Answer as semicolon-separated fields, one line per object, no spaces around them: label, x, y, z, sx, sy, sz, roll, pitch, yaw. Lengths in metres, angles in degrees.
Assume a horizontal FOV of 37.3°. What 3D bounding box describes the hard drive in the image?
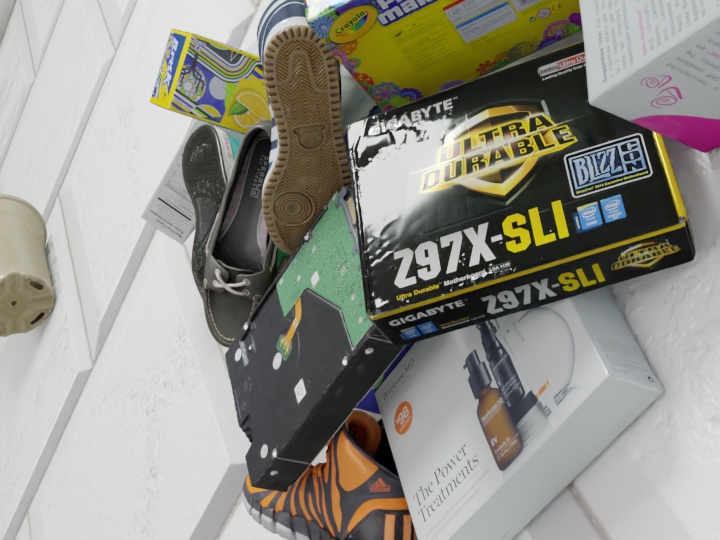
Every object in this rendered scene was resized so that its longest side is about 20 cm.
hard drive;-0.034;0.052;0.804;0.200;0.038;0.140;-55;36;30

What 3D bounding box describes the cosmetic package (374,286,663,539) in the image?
cosmetic package;0.094;0.082;0.720;0.200;0.051;0.151;-54;34;31

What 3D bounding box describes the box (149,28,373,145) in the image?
box;-0.081;-0.152;0.962;0.064;0.199;0.070;32;105;58

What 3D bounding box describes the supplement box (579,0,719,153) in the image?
supplement box;0.221;-0.158;0.565;0.200;0.101;0.104;-33;50;48

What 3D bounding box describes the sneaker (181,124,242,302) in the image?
sneaker;-0.103;-0.037;1.030;0.083;0.120;0.201;-31;56;34

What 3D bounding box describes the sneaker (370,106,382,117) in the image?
sneaker;0.047;-0.108;0.836;0.200;0.095;0.080;44;114;56

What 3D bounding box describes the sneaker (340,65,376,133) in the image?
sneaker;-0.012;-0.186;0.914;0.076;0.081;0.201;-3;48;49

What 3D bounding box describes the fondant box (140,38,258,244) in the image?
fondant box;-0.148;-0.143;1.150;0.200;0.058;0.144;-52;6;32

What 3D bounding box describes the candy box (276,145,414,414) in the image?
candy box;0.000;0.000;0.884;0.200;0.077;0.170;40;112;56

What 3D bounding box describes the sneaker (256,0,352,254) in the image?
sneaker;-0.045;-0.117;0.834;0.109;0.070;0.201;-100;9;-53

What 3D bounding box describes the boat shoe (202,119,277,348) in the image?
boat shoe;-0.100;-0.031;0.907;0.057;0.066;0.201;-3;-74;-78

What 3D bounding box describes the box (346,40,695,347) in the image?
box;0.094;-0.053;0.681;0.199;0.049;0.160;-17;56;17

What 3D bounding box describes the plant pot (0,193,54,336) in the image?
plant pot;-0.603;0.004;1.791;0.184;0.200;0.201;52;121;41

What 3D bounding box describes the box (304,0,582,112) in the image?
box;0.068;-0.251;0.769;0.199;0.122;0.194;-22;54;21

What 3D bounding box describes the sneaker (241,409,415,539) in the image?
sneaker;-0.020;0.160;0.840;0.199;0.077;0.113;13;97;48
